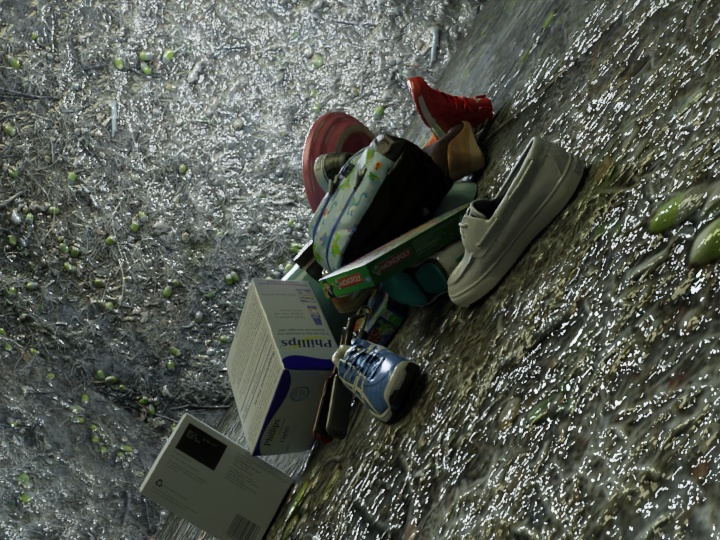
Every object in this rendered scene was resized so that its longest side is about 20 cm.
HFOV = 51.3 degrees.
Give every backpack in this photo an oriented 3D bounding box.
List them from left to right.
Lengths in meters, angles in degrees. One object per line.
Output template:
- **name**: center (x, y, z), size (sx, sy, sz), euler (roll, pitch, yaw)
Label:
- **backpack**: center (0.019, -0.074, 1.043), size (0.162, 0.152, 0.204), euler (23, -91, -55)

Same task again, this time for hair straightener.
- **hair straightener**: center (-0.010, 0.136, 1.034), size (0.076, 0.041, 0.203), euler (-26, 38, 52)

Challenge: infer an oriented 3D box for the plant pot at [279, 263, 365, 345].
- **plant pot**: center (-0.068, 0.050, 1.382), size (0.197, 0.199, 0.200), euler (-50, 6, -3)

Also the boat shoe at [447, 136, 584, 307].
- **boat shoe**: center (0.136, -0.046, 0.750), size (0.201, 0.068, 0.073), euler (-53, 8, 40)

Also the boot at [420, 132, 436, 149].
- **boot**: center (0.137, -0.202, 1.459), size (0.202, 0.074, 0.107), euler (-56, 12, 10)

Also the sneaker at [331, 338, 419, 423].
- **sneaker**: center (0.011, 0.124, 0.878), size (0.077, 0.076, 0.200), euler (-57, 8, -13)

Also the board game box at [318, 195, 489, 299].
- **board game box**: center (0.057, -0.027, 0.927), size (0.198, 0.030, 0.134), euler (-30, 6, -28)

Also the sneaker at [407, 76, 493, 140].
- **sneaker**: center (0.160, -0.293, 1.296), size (0.114, 0.080, 0.200), euler (-26, -25, 15)

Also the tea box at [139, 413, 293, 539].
- **tea box**: center (-0.234, 0.339, 1.203), size (0.135, 0.198, 0.197), euler (-59, 6, -18)

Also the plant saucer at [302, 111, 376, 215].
- **plant saucer**: center (-0.015, -0.155, 1.210), size (0.050, 0.202, 0.203), euler (-3, 44, 36)

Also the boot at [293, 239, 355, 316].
- **boot**: center (-0.012, -0.028, 1.288), size (0.200, 0.139, 0.077), euler (-48, 9, -33)

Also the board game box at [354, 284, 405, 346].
- **board game box**: center (0.024, 0.076, 1.176), size (0.137, 0.034, 0.201), euler (-56, 7, 20)

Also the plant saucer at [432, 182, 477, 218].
- **plant saucer**: center (0.095, -0.072, 1.149), size (0.201, 0.039, 0.201), euler (-45, 12, 12)

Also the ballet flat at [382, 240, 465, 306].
- **ballet flat**: center (0.089, 0.002, 0.960), size (0.070, 0.069, 0.200), euler (-59, 11, -16)

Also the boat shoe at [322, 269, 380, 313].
- **boat shoe**: center (0.000, 0.000, 1.196), size (0.073, 0.070, 0.200), euler (0, 23, 30)

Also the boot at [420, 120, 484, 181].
- **boot**: center (0.108, -0.188, 1.225), size (0.201, 0.162, 0.074), euler (-92, -9, -69)

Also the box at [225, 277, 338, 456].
- **box**: center (-0.123, 0.147, 1.165), size (0.187, 0.103, 0.202), euler (-67, 33, 32)

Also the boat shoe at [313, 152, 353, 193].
- **boat shoe**: center (0.009, -0.108, 1.139), size (0.062, 0.199, 0.072), euler (-6, 59, 34)
